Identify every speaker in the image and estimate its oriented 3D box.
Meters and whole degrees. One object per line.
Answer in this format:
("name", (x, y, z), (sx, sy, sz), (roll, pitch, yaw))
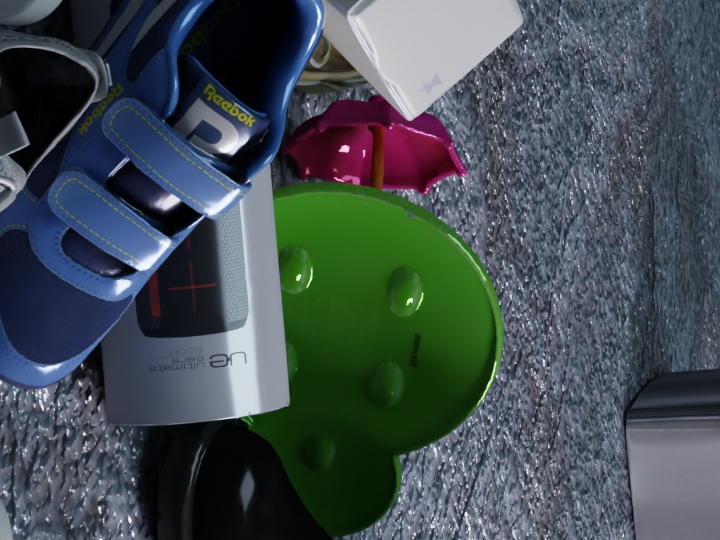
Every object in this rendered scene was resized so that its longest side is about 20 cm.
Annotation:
("speaker", (-0.077, -0.036, 0.821), (0.081, 0.081, 0.202), (-10, 97, -67))

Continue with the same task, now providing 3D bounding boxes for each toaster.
("toaster", (0.310, 0.175, 1.675), (0.181, 0.118, 0.202), (-27, 112, -66))

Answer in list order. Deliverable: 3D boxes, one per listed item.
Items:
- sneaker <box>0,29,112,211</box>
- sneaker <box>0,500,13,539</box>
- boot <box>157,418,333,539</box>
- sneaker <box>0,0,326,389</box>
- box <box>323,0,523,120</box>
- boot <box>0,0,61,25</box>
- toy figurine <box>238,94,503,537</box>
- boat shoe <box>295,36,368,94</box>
("sneaker", (-0.151, -0.042, 0.634), (0.200, 0.081, 0.075), (-56, 137, -56))
("sneaker", (-0.136, 0.123, 0.661), (0.080, 0.073, 0.201), (-61, 141, -56))
("boot", (0.007, 0.149, 0.892), (0.080, 0.157, 0.212), (-66, 145, -48))
("sneaker", (-0.082, -0.044, 0.729), (0.074, 0.082, 0.201), (33, 84, -33))
("box", (-0.020, -0.160, 0.841), (0.200, 0.068, 0.082), (48, -3, 36))
("boot", (-0.117, -0.191, 0.751), (0.090, 0.072, 0.202), (3, 83, -62))
("toy figurine", (0.000, 0.000, 0.970), (0.185, 0.149, 0.201), (-75, 175, -57))
("boat shoe", (-0.031, -0.128, 0.966), (0.200, 0.062, 0.074), (-5, 92, -67))
